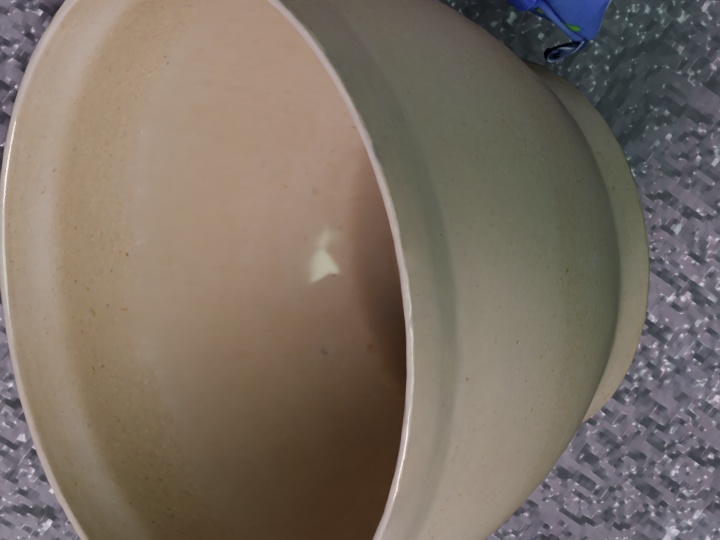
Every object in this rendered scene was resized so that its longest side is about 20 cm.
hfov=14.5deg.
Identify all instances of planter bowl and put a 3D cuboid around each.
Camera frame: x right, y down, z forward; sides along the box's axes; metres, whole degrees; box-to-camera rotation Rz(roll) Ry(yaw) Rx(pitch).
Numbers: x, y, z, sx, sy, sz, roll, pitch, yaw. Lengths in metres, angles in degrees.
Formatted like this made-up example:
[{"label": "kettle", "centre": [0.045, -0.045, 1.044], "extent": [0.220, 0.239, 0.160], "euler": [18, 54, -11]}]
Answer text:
[{"label": "planter bowl", "centre": [0.000, 0.000, 0.846], "extent": [0.134, 0.200, 0.202], "euler": [-10, 114, -39]}]

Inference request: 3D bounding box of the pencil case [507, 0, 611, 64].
[{"label": "pencil case", "centre": [0.099, -0.156, 0.838], "extent": [0.078, 0.087, 0.200], "euler": [37, 109, -23]}]
